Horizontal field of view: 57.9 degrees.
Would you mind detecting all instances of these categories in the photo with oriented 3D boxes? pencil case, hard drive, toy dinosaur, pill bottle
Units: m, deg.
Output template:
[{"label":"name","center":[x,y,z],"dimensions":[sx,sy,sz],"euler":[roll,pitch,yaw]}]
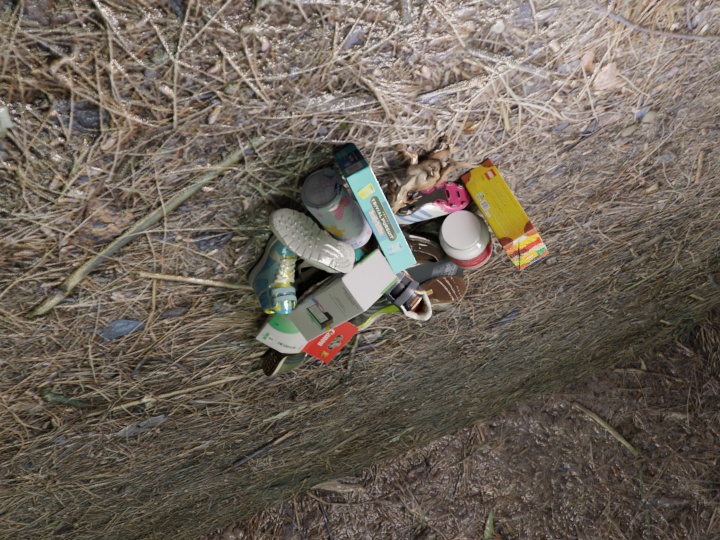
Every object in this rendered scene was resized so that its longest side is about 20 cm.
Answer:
[{"label":"pencil case","center":[-0.042,-0.116,1.259],"dimensions":[0.083,0.091,0.200],"euler":[3,158,21]},{"label":"hard drive","center":[0.179,-0.001,1.673],"dimensions":[0.199,0.033,0.140],"euler":[-17,150,-16]},{"label":"toy dinosaur","center":[0.126,-0.183,1.285],"dimensions":[0.199,0.086,0.136],"euler":[-18,151,-23]},{"label":"pill bottle","center":[0.240,-0.072,1.484],"dimensions":[0.112,0.113,0.200],"euler":[-30,165,8]}]

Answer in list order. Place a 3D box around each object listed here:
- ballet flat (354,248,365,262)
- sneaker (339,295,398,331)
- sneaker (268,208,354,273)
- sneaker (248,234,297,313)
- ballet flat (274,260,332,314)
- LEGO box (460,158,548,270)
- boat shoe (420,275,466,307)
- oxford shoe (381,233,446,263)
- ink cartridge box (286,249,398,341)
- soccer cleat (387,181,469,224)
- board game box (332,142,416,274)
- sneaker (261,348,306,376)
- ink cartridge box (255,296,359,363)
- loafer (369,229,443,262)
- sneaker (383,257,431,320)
[{"label":"ballet flat","center":[0.000,0.000,1.508],"dimensions":[0.069,0.070,0.200],"euler":[-33,151,13]},{"label":"sneaker","center":[0.017,0.077,1.551],"dimensions":[0.200,0.074,0.081],"euler":[-31,131,22]},{"label":"sneaker","center":[-0.105,-0.049,1.254],"dimensions":[0.200,0.077,0.080],"euler":[36,158,-33]},{"label":"sneaker","center":[-0.152,0.011,1.329],"dimensions":[0.079,0.131,0.200],"euler":[0,141,-37]},{"label":"ballet flat","center":[-0.136,0.016,1.428],"dimensions":[0.200,0.068,0.068],"euler":[-37,141,-1]},{"label":"LEGO box","center":[0.312,-0.120,1.411],"dimensions":[0.077,0.200,0.149],"euler":[-32,151,13]},{"label":"boat shoe","center":[0.176,0.062,1.687],"dimensions":[0.202,0.075,0.075],"euler":[-12,172,-25]},{"label":"oxford shoe","center":[0.116,-0.045,1.537],"dimensions":[0.199,0.072,0.071],"euler":[-2,168,-33]},{"label":"ink cartridge box","center":[-0.040,0.054,1.378],"dimensions":[0.200,0.084,0.145],"euler":[-31,-174,42]},{"label":"soccer cleat","center":[0.135,-0.141,1.389],"dimensions":[0.199,0.070,0.086],"euler":[-11,165,-23]},{"label":"board game box","center":[0.024,-0.113,1.157],"dimensions":[0.047,0.151,0.200],"euler":[-27,118,3]},{"label":"sneaker","center":[-0.172,0.208,1.713],"dimensions":[0.090,0.067,0.200],"euler":[-1,143,-50]},{"label":"ink cartridge box","center":[-0.129,0.151,1.561],"dimensions":[0.200,0.050,0.161],"euler":[31,127,-13]},{"label":"loafer","center":[0.096,-0.048,1.446],"dimensions":[0.199,0.072,0.073],"euler":[18,171,-28]},{"label":"sneaker","center":[0.089,0.040,1.449],"dimensions":[0.200,0.079,0.078],"euler":[37,97,-29]}]
